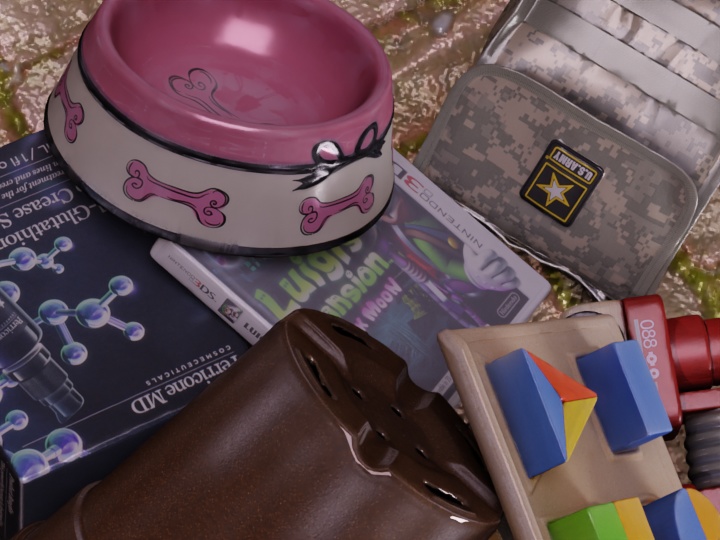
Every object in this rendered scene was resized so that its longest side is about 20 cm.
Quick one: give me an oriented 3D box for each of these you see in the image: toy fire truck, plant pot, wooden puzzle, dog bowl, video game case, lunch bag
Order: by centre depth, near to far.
[{"bbox_3d":[-0.044,0.138,1.345,0.200,0.200,0.198,44,106,6],"label":"plant pot"},{"bbox_3d":[0.130,0.107,1.376,0.046,0.200,0.185,-28,76,28],"label":"wooden puzzle"},{"bbox_3d":[-0.070,-0.096,1.462,0.200,0.074,0.200,10,36,-7],"label":"dog bowl"},{"bbox_3d":[0.000,0.000,1.488,0.182,0.023,0.200,41,39,2],"label":"video game case"},{"bbox_3d":[0.215,0.102,1.538,0.200,0.129,0.176,-8,76,0],"label":"toy fire truck"},{"bbox_3d":[0.144,-0.094,1.573,0.164,0.118,0.200,31,84,3],"label":"lunch bag"}]

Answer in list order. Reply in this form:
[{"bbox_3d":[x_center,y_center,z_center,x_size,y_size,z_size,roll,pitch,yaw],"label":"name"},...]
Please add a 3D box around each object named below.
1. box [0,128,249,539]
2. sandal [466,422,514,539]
[{"bbox_3d":[-0.168,0.036,1.467,0.148,0.107,0.200,-24,65,-21],"label":"box"},{"bbox_3d":[0.042,0.170,1.449,0.080,0.054,0.200,41,76,-9],"label":"sandal"}]
